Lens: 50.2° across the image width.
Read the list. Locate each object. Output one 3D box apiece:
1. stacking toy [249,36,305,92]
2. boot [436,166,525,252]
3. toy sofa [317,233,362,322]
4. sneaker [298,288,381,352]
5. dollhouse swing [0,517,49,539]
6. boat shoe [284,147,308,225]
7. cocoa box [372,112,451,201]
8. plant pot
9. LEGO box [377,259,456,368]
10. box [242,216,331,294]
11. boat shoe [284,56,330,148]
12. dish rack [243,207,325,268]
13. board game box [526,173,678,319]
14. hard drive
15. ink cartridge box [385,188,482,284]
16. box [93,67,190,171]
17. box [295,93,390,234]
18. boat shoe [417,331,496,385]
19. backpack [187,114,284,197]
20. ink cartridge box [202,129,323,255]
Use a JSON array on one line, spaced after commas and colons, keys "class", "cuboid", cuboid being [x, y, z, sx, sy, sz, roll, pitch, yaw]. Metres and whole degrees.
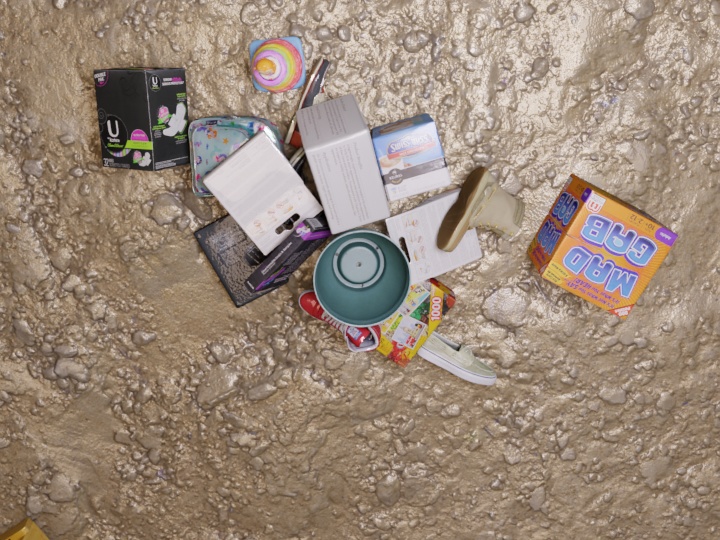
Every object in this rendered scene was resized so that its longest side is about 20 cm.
[{"class": "stacking toy", "cuboid": [-0.177, -0.410, 1.544, 0.115, 0.200, 0.111, -5, 106, 3]}, {"class": "boot", "cuboid": [0.262, -0.098, 1.646, 0.155, 0.073, 0.201, 35, 76, -26]}, {"class": "toy sofa", "cuboid": [-0.039, 0.019, 1.725, 0.097, 0.083, 0.202, 5, 107, -4]}, {"class": "sneaker", "cuboid": [-0.042, 0.108, 1.649, 0.199, 0.113, 0.072, 25, 105, -8]}, {"class": "dollhouse swing", "cuboid": [-0.841, 0.766, 1.931, 0.181, 0.176, 0.201, -32, 103, 11]}, {"class": "boat shoe", "cuboid": [-0.146, -0.178, 1.656, 0.062, 0.075, 0.201, 26, 127, 1]}, {"class": "cocoa box", "cuboid": [0.100, -0.238, 1.582, 0.132, 0.200, 0.132, -15, 105, 5]}, {"class": "plant pot", "cuboid": [0.000, 0.000, 1.607, 0.198, 0.134, 0.202, -1, 106, -4]}, {"class": "LEGO box", "cuboid": [0.099, 0.093, 1.743, 0.148, 0.077, 0.201, 34, 105, -8]}, {"class": "box", "cuboid": [-0.145, -0.034, 1.616, 0.200, 0.143, 0.036, -45, 81, 17]}, {"class": "boat shoe", "cuboid": [-0.101, -0.350, 1.626, 0.062, 0.071, 0.201, 20, 108, -11]}, {"class": "dish rack", "cuboid": [-0.161, -0.070, 1.655, 0.200, 0.153, 0.055, -42, 77, -3]}, {"class": "board game box", "cuboid": [0.498, -0.056, 1.616, 0.199, 0.200, 0.201, 27, 106, -5]}, {"class": "hard drive", "cuboid": [-0.270, -0.030, 1.746, 0.139, 0.033, 0.201, -26, 103, 9]}, {"class": "ink cartridge box", "cuboid": [0.156, -0.071, 1.673, 0.199, 0.050, 0.163, -20, 106, -14]}, {"class": "box", "cuboid": [-0.452, -0.318, 1.601, 0.147, 0.124, 0.202, 8, 108, 26]}, {"class": "box", "cuboid": [-0.036, -0.219, 1.563, 0.130, 0.201, 0.200, -17, 124, 0]}, {"class": "boat shoe", "cuboid": [0.227, 0.202, 1.772, 0.199, 0.072, 0.062, 23, 109, -1]}, {"class": "backpack", "cuboid": [-0.262, -0.241, 1.631, 0.198, 0.151, 0.179, 0, 105, -2]}, {"class": "ink cartridge box", "cuboid": [-0.197, -0.158, 1.563, 0.161, 0.050, 0.200, -38, 111, 4]}]
